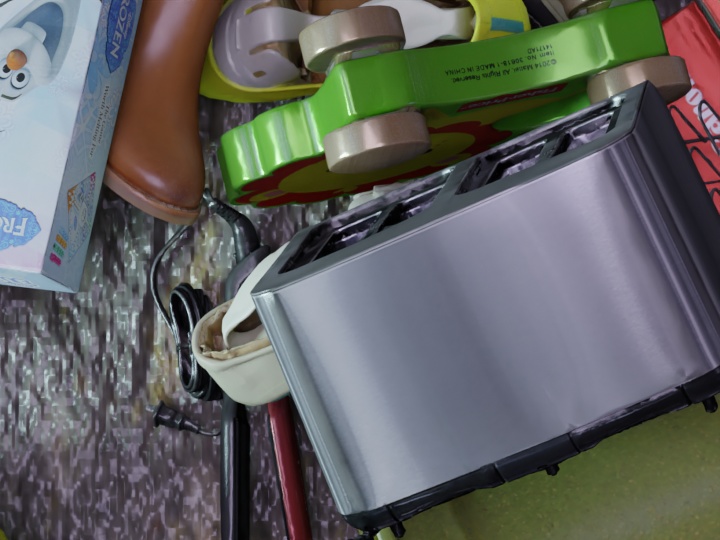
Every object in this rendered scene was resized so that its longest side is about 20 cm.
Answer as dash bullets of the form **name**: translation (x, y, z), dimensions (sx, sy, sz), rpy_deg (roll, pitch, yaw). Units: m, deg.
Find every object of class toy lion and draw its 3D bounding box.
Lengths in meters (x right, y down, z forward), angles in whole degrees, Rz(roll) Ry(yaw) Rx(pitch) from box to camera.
- **toy lion**: translation (0.035, -0.074, 1.261), dimensions (0.199, 0.192, 0.069), rpy_deg (-12, 81, -12)

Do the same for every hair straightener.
- **hair straightener**: translation (-0.074, 0.059, 1.369), dimensions (0.076, 0.041, 0.201), rpy_deg (-9, 86, 8)

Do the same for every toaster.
- **toaster**: translation (0.060, 0.017, 1.128), dimensions (0.180, 0.200, 0.119), rpy_deg (-24, 98, 14)

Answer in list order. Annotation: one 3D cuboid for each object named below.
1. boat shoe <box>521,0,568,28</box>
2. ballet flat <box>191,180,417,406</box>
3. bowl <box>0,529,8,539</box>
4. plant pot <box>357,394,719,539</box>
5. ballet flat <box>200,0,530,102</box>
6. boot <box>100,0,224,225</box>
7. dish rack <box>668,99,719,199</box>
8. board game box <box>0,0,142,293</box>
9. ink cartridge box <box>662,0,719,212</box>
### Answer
- **boat shoe**: translation (0.049, -0.186, 1.351), dimensions (0.066, 0.072, 0.201), rpy_deg (-36, 96, 34)
- **ballet flat**: translation (0.000, 0.000, 1.286), dimensions (0.200, 0.069, 0.070), rpy_deg (-34, 83, 24)
- **bowl**: translation (-0.242, 0.150, 1.346), dimensions (0.199, 0.201, 0.108), rpy_deg (11, 46, 9)
- **plant pot**: translation (0.105, 0.138, 1.277), dimensions (0.183, 0.200, 0.201), rpy_deg (-22, 85, -4)
- **ballet flat**: translation (-0.015, -0.118, 1.331), dimensions (0.199, 0.067, 0.067), rpy_deg (0, 92, 23)
- **boot**: translation (-0.086, -0.134, 1.309), dimensions (0.155, 0.073, 0.201), rpy_deg (-45, 49, 25)
- **dish rack**: translation (0.140, -0.018, 1.276), dimensions (0.199, 0.055, 0.154), rpy_deg (-7, 53, 33)
- **board game box**: translation (-0.208, -0.099, 1.293), dimensions (0.199, 0.043, 0.200), rpy_deg (7, 76, 23)
- **ink cartridge box**: translation (0.219, -0.112, 1.326), dimensions (0.199, 0.050, 0.109), rpy_deg (-33, 84, 5)
